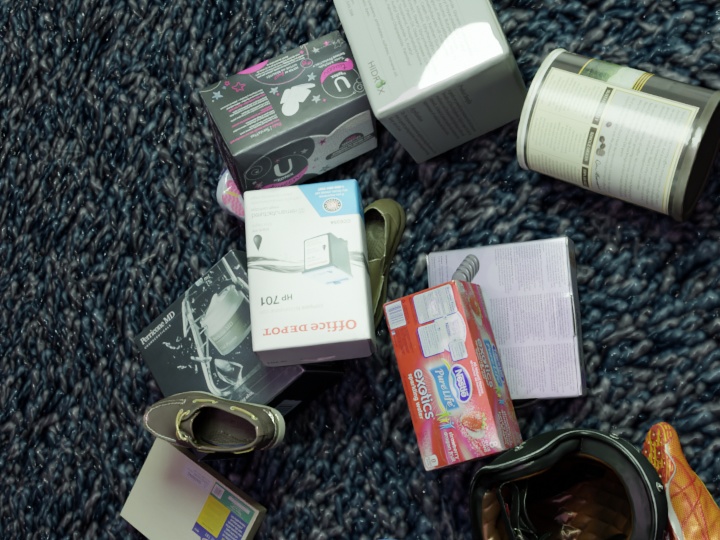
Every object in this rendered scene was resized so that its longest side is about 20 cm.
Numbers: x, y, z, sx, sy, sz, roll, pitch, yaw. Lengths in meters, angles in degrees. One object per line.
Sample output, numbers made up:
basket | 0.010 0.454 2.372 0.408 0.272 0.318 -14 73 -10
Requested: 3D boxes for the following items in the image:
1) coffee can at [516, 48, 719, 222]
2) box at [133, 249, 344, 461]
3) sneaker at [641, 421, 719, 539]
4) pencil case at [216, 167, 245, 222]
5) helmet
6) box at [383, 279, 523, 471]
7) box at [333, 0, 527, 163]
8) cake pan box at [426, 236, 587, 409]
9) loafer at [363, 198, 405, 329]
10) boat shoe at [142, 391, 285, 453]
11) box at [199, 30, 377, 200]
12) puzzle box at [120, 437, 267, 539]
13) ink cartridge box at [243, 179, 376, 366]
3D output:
coffee can | 0.298 -0.157 1.098 0.198 0.146 0.148 22 93 25
box | -0.164 0.116 1.291 0.199 0.124 0.198 -40 68 15
sneaker | 0.364 0.269 1.069 0.076 0.073 0.203 -6 71 -13
pencil case | -0.100 -0.084 1.308 0.198 0.083 0.091 29 82 25
helmet | 0.233 0.266 1.051 0.188 0.200 0.203 -10 76 -18
box | 0.109 0.122 1.126 0.099 0.095 0.203 -20 77 23
box | 0.089 -0.274 1.174 0.169 0.199 0.203 -22 74 14
cake pan box | 0.178 0.068 1.179 0.182 0.052 0.204 -9 80 25
loafer | 0.000 0.000 1.259 0.075 0.067 0.203 14 89 25
boat shoe | -0.193 0.191 1.195 0.197 0.059 0.073 3 87 24
box | -0.087 -0.192 1.246 0.198 0.133 0.116 -25 64 -9
puzzle box | -0.236 0.340 1.348 0.199 0.025 0.134 30 96 24
ink cartridge box | -0.062 0.004 1.175 0.144 0.086 0.203 -7 72 2
